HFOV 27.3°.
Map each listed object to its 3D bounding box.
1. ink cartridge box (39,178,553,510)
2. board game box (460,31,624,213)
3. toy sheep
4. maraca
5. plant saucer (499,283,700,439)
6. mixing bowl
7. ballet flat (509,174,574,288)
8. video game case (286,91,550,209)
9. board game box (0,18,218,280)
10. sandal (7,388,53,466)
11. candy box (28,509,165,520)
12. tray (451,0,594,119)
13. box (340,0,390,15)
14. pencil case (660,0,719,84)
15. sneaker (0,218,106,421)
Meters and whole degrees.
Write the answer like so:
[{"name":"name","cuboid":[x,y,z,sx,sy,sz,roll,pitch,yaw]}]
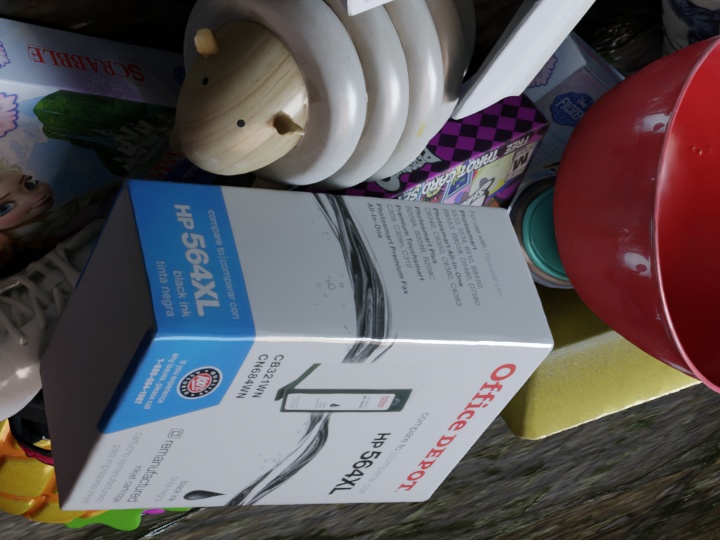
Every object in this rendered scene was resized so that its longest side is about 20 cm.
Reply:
[{"name":"ink cartridge box","cuboid":[-0.032,0.040,0.688,0.198,0.085,0.146,3,141,-28]},{"name":"board game box","cuboid":[0.091,-0.059,0.962,0.199,0.041,0.199,-36,155,18]},{"name":"toy sheep","cuboid":[-0.012,-0.101,0.684,0.200,0.138,0.138,-42,171,-42]},{"name":"maraca","cuboid":[-0.177,0.105,0.909,0.136,0.108,0.200,-19,137,21]},{"name":"plant saucer","cuboid":[0.175,0.031,1.112,0.198,0.200,0.049,-18,116,-7]},{"name":"mixing bowl","cuboid":[0.178,-0.036,0.836,0.108,0.203,0.199,6,-175,44]},{"name":"ballet flat","cuboid":[0.137,-0.029,0.921,0.199,0.074,0.073,-12,153,-45]},{"name":"video game case","cuboid":[0.000,0.000,0.821,0.199,0.036,0.182,-27,155,-34]},{"name":"board game box","cuboid":[-0.177,-0.036,0.735,0.198,0.041,0.200,2,142,-49]},{"name":"sandal","cuboid":[-0.136,0.086,0.779,0.075,0.198,0.046,-50,157,-71]},{"name":"candy box","cuboid":[-0.132,0.097,1.028,0.200,0.061,0.136,-42,153,27]},{"name":"tray","cuboid":[0.105,-0.147,0.702,0.108,0.022,0.201,-51,-176,40]},{"name":"box","cuboid":[0.061,-0.201,0.577,0.198,0.113,0.102,-22,156,-11]},{"name":"pencil case","cuboid":[0.219,-0.157,0.879,0.090,0.077,0.200,-57,158,-11]},{"name":"sneaker","cuboid":[-0.151,0.014,0.740,0.199,0.071,0.081,-23,154,-35]}]
